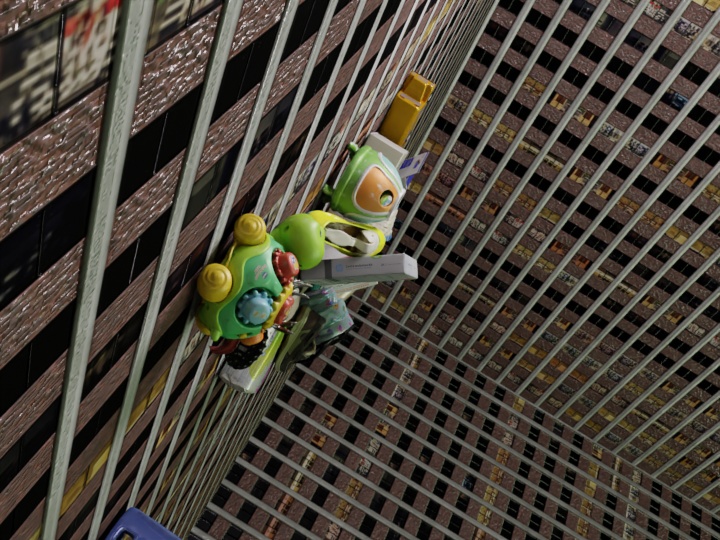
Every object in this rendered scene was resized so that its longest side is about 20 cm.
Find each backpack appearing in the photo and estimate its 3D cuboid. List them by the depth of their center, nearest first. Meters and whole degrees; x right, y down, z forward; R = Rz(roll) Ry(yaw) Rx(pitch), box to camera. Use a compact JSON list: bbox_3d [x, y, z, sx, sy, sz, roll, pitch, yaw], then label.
[{"bbox_3d":[-0.109,0.111,1.657,0.167,0.127,0.199,-37,-168,-34],"label":"backpack"}]

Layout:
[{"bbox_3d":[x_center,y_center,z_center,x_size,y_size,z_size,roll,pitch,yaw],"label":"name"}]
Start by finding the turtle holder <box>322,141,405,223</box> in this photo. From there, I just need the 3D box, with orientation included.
[{"bbox_3d":[0.009,-0.146,1.462,0.142,0.131,0.186,-59,178,-24],"label":"turtle holder"}]

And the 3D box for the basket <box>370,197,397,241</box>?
[{"bbox_3d":[0.010,-0.105,1.919,0.176,0.138,0.202,-37,149,-82],"label":"basket"}]

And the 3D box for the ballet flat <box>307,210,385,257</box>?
[{"bbox_3d":[-0.018,-0.056,1.409,0.067,0.199,0.067,33,-78,48],"label":"ballet flat"}]

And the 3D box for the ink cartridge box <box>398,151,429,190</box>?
[{"bbox_3d":[0.063,-0.203,1.750,0.199,0.037,0.095,-17,-152,33],"label":"ink cartridge box"}]

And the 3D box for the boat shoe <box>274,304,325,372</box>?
[{"bbox_3d":[-0.120,0.148,1.536,0.201,0.064,0.074,116,0,-50],"label":"boat shoe"}]

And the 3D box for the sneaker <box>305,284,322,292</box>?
[{"bbox_3d":[-0.095,-0.006,1.759,0.201,0.077,0.080,-61,169,24],"label":"sneaker"}]

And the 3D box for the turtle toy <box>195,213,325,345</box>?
[{"bbox_3d":[-0.117,0.006,0.932,0.201,0.100,0.146,-59,178,-27],"label":"turtle toy"}]

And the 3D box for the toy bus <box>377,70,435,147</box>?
[{"bbox_3d":[0.090,-0.335,1.725,0.201,0.065,0.078,-61,176,36],"label":"toy bus"}]

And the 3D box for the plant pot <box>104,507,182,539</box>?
[{"bbox_3d":[-0.356,0.522,1.186,0.201,0.199,0.180,-60,172,22],"label":"plant pot"}]

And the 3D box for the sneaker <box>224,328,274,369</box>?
[{"bbox_3d":[-0.163,0.077,1.310,0.201,0.066,0.091,-63,175,17],"label":"sneaker"}]

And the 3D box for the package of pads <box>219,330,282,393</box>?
[{"bbox_3d":[-0.202,0.159,1.499,0.155,0.068,0.200,-61,178,-10],"label":"package of pads"}]

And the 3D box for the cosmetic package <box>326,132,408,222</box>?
[{"bbox_3d":[0.014,-0.184,1.654,0.201,0.087,0.103,-59,177,13],"label":"cosmetic package"}]

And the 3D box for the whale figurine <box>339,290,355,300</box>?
[{"bbox_3d":[-0.071,0.034,1.942,0.199,0.104,0.159,-36,177,13],"label":"whale figurine"}]

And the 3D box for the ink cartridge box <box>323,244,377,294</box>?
[{"bbox_3d":[-0.031,-0.008,1.668,0.200,0.115,0.068,63,14,-63],"label":"ink cartridge box"}]

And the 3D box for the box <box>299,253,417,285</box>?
[{"bbox_3d":[0.000,0.000,1.484,0.156,0.198,0.042,18,69,-77],"label":"box"}]

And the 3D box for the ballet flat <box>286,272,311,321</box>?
[{"bbox_3d":[-0.135,0.029,1.451,0.070,0.069,0.200,-61,-177,28],"label":"ballet flat"}]

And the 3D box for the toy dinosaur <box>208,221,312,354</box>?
[{"bbox_3d":[-0.140,0.033,1.092,0.200,0.105,0.182,-47,154,-14],"label":"toy dinosaur"}]
